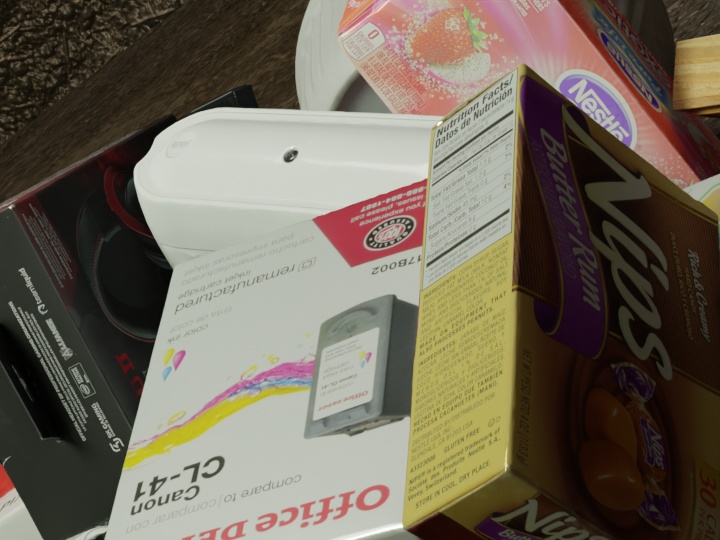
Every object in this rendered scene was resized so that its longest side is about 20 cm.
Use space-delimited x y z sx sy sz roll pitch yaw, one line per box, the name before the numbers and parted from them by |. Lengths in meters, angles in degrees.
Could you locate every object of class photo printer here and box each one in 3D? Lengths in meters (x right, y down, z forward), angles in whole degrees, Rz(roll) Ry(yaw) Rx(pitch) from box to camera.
photo printer | 0.000 0.000 1.236 0.200 0.167 0.070 5 52 43

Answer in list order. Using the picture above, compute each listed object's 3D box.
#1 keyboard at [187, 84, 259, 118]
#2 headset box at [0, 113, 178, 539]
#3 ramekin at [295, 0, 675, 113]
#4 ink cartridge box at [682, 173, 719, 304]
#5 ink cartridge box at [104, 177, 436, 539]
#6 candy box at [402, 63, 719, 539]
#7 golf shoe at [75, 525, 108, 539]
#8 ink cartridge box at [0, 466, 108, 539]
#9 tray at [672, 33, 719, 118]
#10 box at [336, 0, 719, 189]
keyboard | -0.034 0.002 1.396 0.021 0.201 0.127 -18 0 -28
headset box | -0.121 0.027 1.287 0.075 0.149 0.200 -25 5 26
ramekin | 0.062 -0.081 1.399 0.200 0.200 0.105 -34 24 24
ink cartridge box | 0.157 0.006 1.138 0.200 0.059 0.104 -23 23 52
ink cartridge box | -0.010 0.069 1.064 0.147 0.086 0.200 -18 35 23
candy box | 0.079 0.033 1.013 0.056 0.117 0.200 -33 34 35
golf shoe | -0.136 0.149 1.261 0.200 0.097 0.079 158 117 -67
ink cartridge box | -0.176 0.120 1.416 0.200 0.176 0.045 -34 14 24
tray | 0.224 -0.084 1.180 0.200 0.098 0.037 177 97 -69
box | 0.088 -0.073 1.273 0.095 0.200 0.103 -35 14 18
